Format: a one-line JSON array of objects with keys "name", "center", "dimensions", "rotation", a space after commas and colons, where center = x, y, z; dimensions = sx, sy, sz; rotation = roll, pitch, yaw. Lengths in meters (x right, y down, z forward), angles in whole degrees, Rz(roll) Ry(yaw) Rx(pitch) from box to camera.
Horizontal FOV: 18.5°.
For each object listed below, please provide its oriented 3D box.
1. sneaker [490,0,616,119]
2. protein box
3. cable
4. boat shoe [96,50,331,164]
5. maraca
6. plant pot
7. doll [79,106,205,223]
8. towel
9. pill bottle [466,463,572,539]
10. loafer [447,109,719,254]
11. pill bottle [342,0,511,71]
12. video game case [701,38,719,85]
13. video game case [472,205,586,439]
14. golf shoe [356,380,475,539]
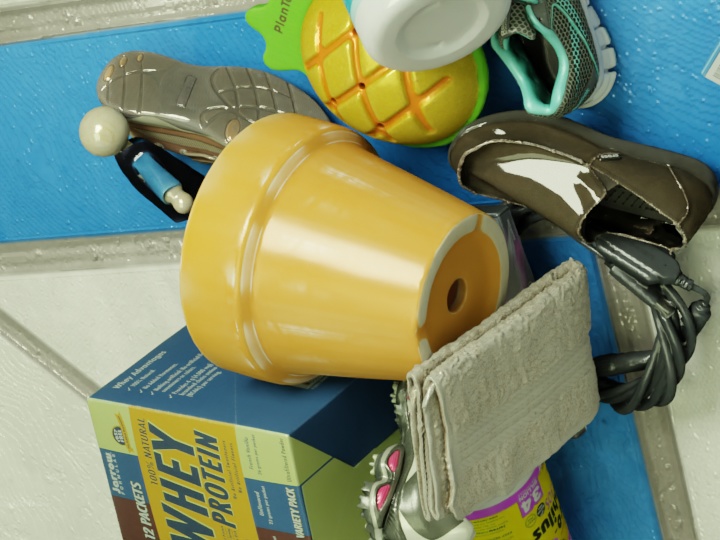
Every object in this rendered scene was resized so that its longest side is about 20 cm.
[{"name": "sneaker", "center": [0.121, -0.198, 1.575], "dimensions": [0.078, 0.091, 0.200], "rotation": [-17, 106, 33]}, {"name": "protein box", "center": [-0.069, 0.126, 1.764], "dimensions": [0.200, 0.199, 0.135], "rotation": [7, 120, 35]}, {"name": "cable", "center": [0.170, 0.019, 1.693], "dimensions": [0.200, 0.051, 0.163], "rotation": [32, 135, 20]}, {"name": "boat shoe", "center": [-0.111, -0.119, 1.762], "dimensions": [0.200, 0.076, 0.072], "rotation": [19, 156, 15]}, {"name": "maraca", "center": [0.005, -0.167, 1.643], "dimensions": [0.200, 0.107, 0.137], "rotation": [28, 126, 13]}, {"name": "plant pot", "center": [0.000, 0.000, 1.622], "dimensions": [0.183, 0.200, 0.200], "rotation": [16, 122, 32]}, {"name": "doll", "center": [-0.140, -0.063, 1.756], "dimensions": [0.200, 0.136, 0.048], "rotation": [34, 92, -22]}, {"name": "towel", "center": [0.109, 0.088, 1.608], "dimensions": [0.034, 0.200, 0.133], "rotation": [18, 128, 37]}, {"name": "pill bottle", "center": [0.113, 0.210, 1.770], "dimensions": [0.104, 0.104, 0.200], "rotation": [2, 134, 27]}, {"name": "loafer", "center": [0.159, -0.062, 1.609], "dimensions": [0.200, 0.071, 0.073], "rotation": [10, 138, 9]}, {"name": "pill bottle", "center": [0.022, -0.246, 1.553], "dimensions": [0.111, 0.111, 0.200], "rotation": [-45, 54, 37]}, {"name": "video game case", "center": [0.347, -0.137, 1.481], "dimensions": [0.200, 0.018, 0.143], "rotation": [29, 134, 2]}, {"name": "video game case", "center": [0.089, 0.040, 1.733], "dimensions": [0.143, 0.019, 0.200], "rotation": [1, 120, 44]}, {"name": "golf shoe", "center": [0.063, 0.121, 1.682], "dimensions": [0.088, 0.200, 0.077], "rotation": [7, 155, 16]}]
